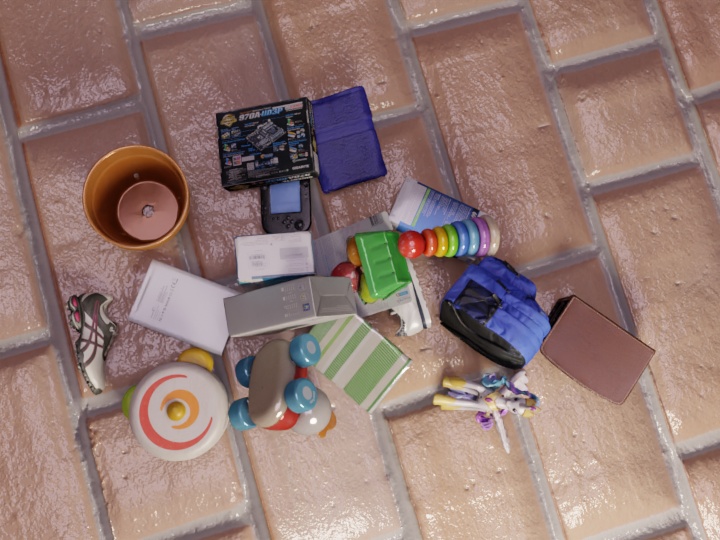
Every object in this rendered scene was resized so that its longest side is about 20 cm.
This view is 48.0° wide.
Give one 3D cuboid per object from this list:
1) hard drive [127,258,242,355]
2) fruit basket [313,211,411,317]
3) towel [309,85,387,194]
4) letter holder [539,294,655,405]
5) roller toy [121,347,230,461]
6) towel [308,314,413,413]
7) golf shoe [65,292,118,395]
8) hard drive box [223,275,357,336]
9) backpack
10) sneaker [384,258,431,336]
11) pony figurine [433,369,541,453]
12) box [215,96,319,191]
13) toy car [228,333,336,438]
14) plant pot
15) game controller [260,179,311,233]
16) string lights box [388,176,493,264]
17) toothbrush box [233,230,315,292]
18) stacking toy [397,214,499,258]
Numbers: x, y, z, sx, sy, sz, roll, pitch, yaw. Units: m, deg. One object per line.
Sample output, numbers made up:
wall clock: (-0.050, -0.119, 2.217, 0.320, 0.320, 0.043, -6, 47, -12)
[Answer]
hard drive: (-0.347, 0.074, 1.621, 0.199, 0.026, 0.133, 21, 81, -1)
fruit basket: (0.000, 0.000, 1.612, 0.199, 0.093, 0.186, -22, 80, 37)
towel: (-0.036, -0.272, 1.689, 0.147, 0.050, 0.201, -16, 84, 1)
letter holder: (0.461, 0.166, 1.634, 0.199, 0.101, 0.143, 34, 83, 1)
roller toy: (-0.339, 0.265, 1.536, 0.199, 0.140, 0.183, -33, 86, -9)
towel: (-0.013, 0.170, 1.604, 0.200, 0.023, 0.153, 39, 110, 3)
golf shoe: (-0.514, 0.139, 1.576, 0.088, 0.077, 0.201, -11, 83, -13)
hard drive box: (-0.132, 0.069, 1.532, 0.199, 0.156, 0.077, -15, 82, 27)
backpack: (0.275, 0.084, 1.581, 0.200, 0.163, 0.168, 38, 81, 15)
sneaker: (0.080, 0.033, 1.640, 0.080, 0.076, 0.201, -18, 82, 3)
pony figurine: (0.255, 0.260, 1.575, 0.199, 0.193, 0.168, 9, 77, 16)
box: (-0.190, -0.255, 1.645, 0.199, 0.046, 0.160, -9, 80, 10)
toy car: (-0.118, 0.245, 1.570, 0.200, 0.184, 0.178, 36, 44, -38)
plant pot: (-0.427, -0.129, 1.587, 0.199, 0.140, 0.202, 1, 81, -4)
game controller: (-0.155, -0.171, 1.664, 0.104, 0.042, 0.201, -2, 81, -5)
string lights box: (0.162, -0.102, 1.669, 0.199, 0.059, 0.103, 25, 80, -1)
toothbrush box: (-0.163, -0.014, 1.561, 0.145, 0.200, 0.086, -4, 83, -6)
stacking toy: (0.166, -0.060, 1.570, 0.199, 0.085, 0.086, -5, 82, -20)
